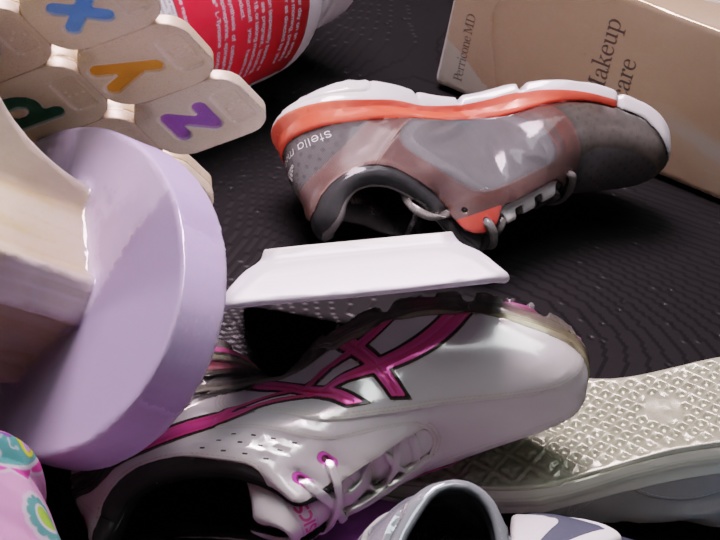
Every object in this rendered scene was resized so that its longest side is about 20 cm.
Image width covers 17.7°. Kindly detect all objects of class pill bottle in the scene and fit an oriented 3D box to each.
[{"bbox_3d":[-0.091,-0.133,1.120,0.112,0.112,0.200,31,38,26],"label":"pill bottle"}]

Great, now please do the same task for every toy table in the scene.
[{"bbox_3d":[-0.146,-0.007,0.851,0.117,0.184,0.200,21,-12,-32],"label":"toy table"}]

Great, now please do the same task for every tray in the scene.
[{"bbox_3d":[0.000,0.000,0.916,0.107,0.022,0.200,-5,0,0],"label":"tray"}]

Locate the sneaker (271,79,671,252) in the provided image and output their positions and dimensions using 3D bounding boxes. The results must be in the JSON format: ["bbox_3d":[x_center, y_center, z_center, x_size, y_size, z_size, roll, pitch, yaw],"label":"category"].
[{"bbox_3d":[0.056,-0.038,1.086,0.199,0.077,0.082,-2,63,-19],"label":"sneaker"}]

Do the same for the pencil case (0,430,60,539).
[{"bbox_3d":[-0.125,0.134,0.738,0.087,0.088,0.200,0,34,-18],"label":"pencil case"}]

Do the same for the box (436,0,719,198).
[{"bbox_3d":[0.149,-0.112,1.185,0.200,0.095,0.078,22,35,18],"label":"box"}]

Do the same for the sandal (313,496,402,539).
[{"bbox_3d":[0.009,0.137,0.807,0.082,0.050,0.203,12,33,-1],"label":"sandal"}]

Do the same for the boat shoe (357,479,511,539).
[{"bbox_3d":[0.013,0.156,0.707,0.070,0.072,0.201,12,58,-9],"label":"boat shoe"}]

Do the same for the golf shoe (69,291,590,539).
[{"bbox_3d":[-0.010,0.067,0.866,0.199,0.073,0.092,-11,46,6],"label":"golf shoe"}]

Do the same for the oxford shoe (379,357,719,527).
[{"bbox_3d":[0.093,0.077,0.925,0.199,0.058,0.075,-6,41,0],"label":"oxford shoe"}]

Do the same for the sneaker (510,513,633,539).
[{"bbox_3d":[0.113,0.158,0.782,0.129,0.080,0.199,3,23,1],"label":"sneaker"}]

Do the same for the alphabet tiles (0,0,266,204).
[{"bbox_3d":[-0.147,-0.064,0.922,0.195,0.200,0.015,-19,54,22],"label":"alphabet tiles"}]
